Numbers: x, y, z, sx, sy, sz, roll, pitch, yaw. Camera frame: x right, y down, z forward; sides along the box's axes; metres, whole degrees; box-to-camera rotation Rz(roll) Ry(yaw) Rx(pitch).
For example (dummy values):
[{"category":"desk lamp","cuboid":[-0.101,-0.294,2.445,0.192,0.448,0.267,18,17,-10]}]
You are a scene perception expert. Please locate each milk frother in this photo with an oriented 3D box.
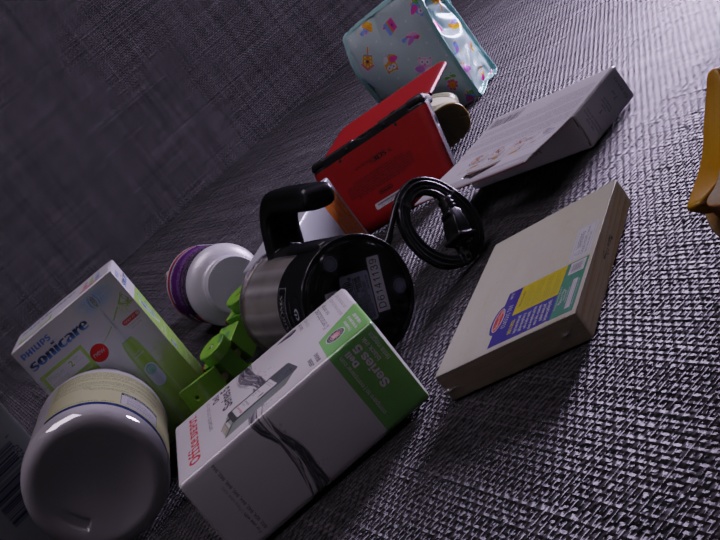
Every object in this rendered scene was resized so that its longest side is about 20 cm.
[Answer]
[{"category":"milk frother","cuboid":[0.000,0.000,1.117,0.197,0.184,0.188,2,-3,-25]}]

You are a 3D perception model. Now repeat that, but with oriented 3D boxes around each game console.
[{"category":"game console","cuboid":[0.046,-0.154,1.456,0.199,0.175,0.118,-30,-11,34]}]

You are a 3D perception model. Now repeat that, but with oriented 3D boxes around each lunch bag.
[{"category":"lunch bag","cuboid":[0.087,-0.334,1.725,0.169,0.201,0.122,-29,17,37]}]

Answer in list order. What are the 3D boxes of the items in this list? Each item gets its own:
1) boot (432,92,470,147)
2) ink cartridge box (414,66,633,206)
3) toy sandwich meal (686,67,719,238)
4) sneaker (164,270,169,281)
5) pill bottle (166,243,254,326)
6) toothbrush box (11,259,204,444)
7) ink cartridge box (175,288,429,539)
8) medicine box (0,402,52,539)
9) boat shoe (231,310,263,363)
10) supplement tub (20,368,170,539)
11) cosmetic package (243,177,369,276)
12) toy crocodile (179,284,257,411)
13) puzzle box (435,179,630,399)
[{"category":"boot","cuboid":[0.063,-0.185,1.595,0.198,0.073,0.155,-32,16,9]},{"category":"ink cartridge box","cuboid":[0.172,-0.127,1.189,0.176,0.045,0.199,-47,15,-29]},{"category":"toy sandwich meal","cuboid":[0.278,-0.095,0.695,0.205,0.070,0.206,-43,23,24]},{"category":"sneaker","cuboid":[-0.254,0.009,1.806,0.108,0.070,0.200,-45,21,-2]},{"category":"pill bottle","cuboid":[-0.201,0.019,1.557,0.112,0.113,0.200,-43,14,-15]},{"category":"toothbrush box","cuboid":[-0.281,0.115,1.287,0.145,0.201,0.086,-38,14,-3]},{"category":"ink cartridge box","cuboid":[-0.055,0.121,0.927,0.199,0.084,0.145,-40,14,-2]},{"category":"medicine box","cuboid":[-0.424,0.245,1.287,0.103,0.183,0.199,-45,15,-27]},{"category":"boat shoe","cuboid":[-0.129,0.051,1.364,0.071,0.068,0.200,-23,22,48]},{"category":"supplement tub","cuboid":[-0.270,0.186,1.151,0.144,0.146,0.200,-39,14,-1]},{"category":"cosmetic package","cuboid":[-0.060,-0.020,1.340,0.071,0.102,0.201,-31,17,26]},{"category":"toy crocodile","cuboid":[-0.140,0.079,1.271,0.061,0.068,0.201,-23,31,42]},{"category":"puzzle box","cuboid":[0.141,0.012,0.882,0.132,0.026,0.201,-29,18,35]}]
